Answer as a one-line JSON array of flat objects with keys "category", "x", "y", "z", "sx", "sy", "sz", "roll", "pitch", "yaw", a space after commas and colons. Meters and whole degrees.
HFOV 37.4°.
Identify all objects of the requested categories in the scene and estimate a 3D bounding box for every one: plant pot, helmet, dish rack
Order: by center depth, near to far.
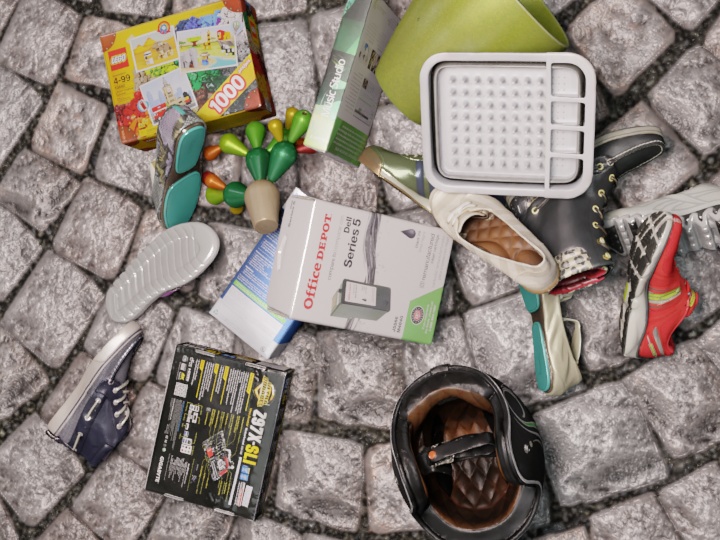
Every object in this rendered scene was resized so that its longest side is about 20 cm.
[{"category": "dish rack", "x": 0.170, "y": -0.173, "z": 1.226, "sx": 0.198, "sy": 0.044, "sz": 0.173, "roll": 3, "pitch": 119, "yaw": 15}, {"category": "helmet", "x": 0.129, "y": 0.225, "z": 1.266, "sx": 0.198, "sy": 0.191, "sz": 0.202, "roll": -12, "pitch": 51, "yaw": 15}, {"category": "plant pot", "x": 0.119, "y": -0.277, "z": 1.297, "sx": 0.200, "sy": 0.187, "sz": 0.188, "roll": -40, "pitch": 81, "yaw": 22}]

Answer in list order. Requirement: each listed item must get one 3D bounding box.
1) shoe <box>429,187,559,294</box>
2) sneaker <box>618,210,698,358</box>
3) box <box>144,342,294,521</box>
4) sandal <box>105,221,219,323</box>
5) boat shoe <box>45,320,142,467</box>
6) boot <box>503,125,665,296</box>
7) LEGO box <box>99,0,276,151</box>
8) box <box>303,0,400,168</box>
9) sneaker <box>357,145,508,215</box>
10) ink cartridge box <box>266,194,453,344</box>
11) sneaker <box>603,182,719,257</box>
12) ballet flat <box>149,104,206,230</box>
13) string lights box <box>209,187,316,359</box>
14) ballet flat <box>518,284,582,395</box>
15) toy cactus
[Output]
[{"category": "shoe", "x": 0.152, "y": -0.048, "z": 1.244, "sx": 0.200, "sy": 0.053, "sz": 0.070, "roll": 40, "pitch": 91, "yaw": 32}, {"category": "sneaker", "x": 0.360, "y": 0.017, "z": 1.260, "sx": 0.084, "sy": 0.077, "sz": 0.202, "roll": 4, "pitch": 125, "yaw": 2}, {"category": "box", "x": -0.187, "y": 0.210, "z": 1.403, "sx": 0.158, "sy": 0.049, "sz": 0.202, "roll": 12, "pitch": 91, "yaw": 9}, {"category": "sandal", "x": -0.262, "y": 0.001, "z": 1.426, "sx": 0.202, "sy": 0.050, "sz": 0.083, "roll": -31, "pitch": 68, "yaw": 22}, {"category": "boat shoe", "x": -0.331, "y": 0.169, "z": 1.428, "sx": 0.092, "sy": 0.075, "sz": 0.201, "roll": 38, "pitch": 104, "yaw": 3}, {"category": "boot", "x": 0.284, "y": -0.070, "z": 1.259, "sx": 0.202, "sy": 0.073, "sz": 0.155, "roll": -23, "pitch": 61, "yaw": 14}, {"category": "LEGO box", "x": -0.226, "y": -0.258, "z": 1.406, "sx": 0.198, "sy": 0.077, "sz": 0.151, "roll": -14, "pitch": 86, "yaw": 11}, {"category": "box", "x": -0.007, "y": -0.237, "z": 1.326, "sx": 0.036, "sy": 0.144, "sz": 0.202, "roll": 17, "pitch": 92, "yaw": 16}, {"category": "sneaker", "x": 0.101, "y": -0.119, "z": 1.343, "sx": 0.199, "sy": 0.067, "sz": 0.090, "roll": 35, "pitch": 95, "yaw": 5}, {"category": "ink cartridge box", "x": 0.000, "y": 0.000, "z": 1.300, "sx": 0.198, "sy": 0.084, "sz": 0.147, "roll": 11, "pitch": 92, "yaw": -26}, {"category": "sneaker", "x": 0.387, "y": -0.063, "z": 1.285, "sx": 0.198, "sy": 0.075, "sz": 0.082, "roll": -4, "pitch": 45, "yaw": 25}, {"category": "ballet flat", "x": -0.240, "y": -0.138, "z": 1.374, "sx": 0.071, "sy": 0.201, "sz": 0.073, "roll": 9, "pitch": 50, "yaw": -11}, {"category": "string lights box", "x": -0.095, "y": 0.004, "z": 1.383, "sx": 0.102, "sy": 0.059, "sz": 0.201, "roll": 37, "pitch": 96, "yaw": 10}, {"category": "ballet flat", "x": 0.237, "y": 0.052, "z": 1.317, "sx": 0.069, "sy": 0.069, "sz": 0.203, "roll": -10, "pitch": 89, "yaw": 11}, {"category": "toy cactus", "x": -0.126, "y": -0.116, "z": 1.357, "sx": 0.199, "sy": 0.102, "sz": 0.166, "roll": -26, "pitch": 53, "yaw": 22}]
